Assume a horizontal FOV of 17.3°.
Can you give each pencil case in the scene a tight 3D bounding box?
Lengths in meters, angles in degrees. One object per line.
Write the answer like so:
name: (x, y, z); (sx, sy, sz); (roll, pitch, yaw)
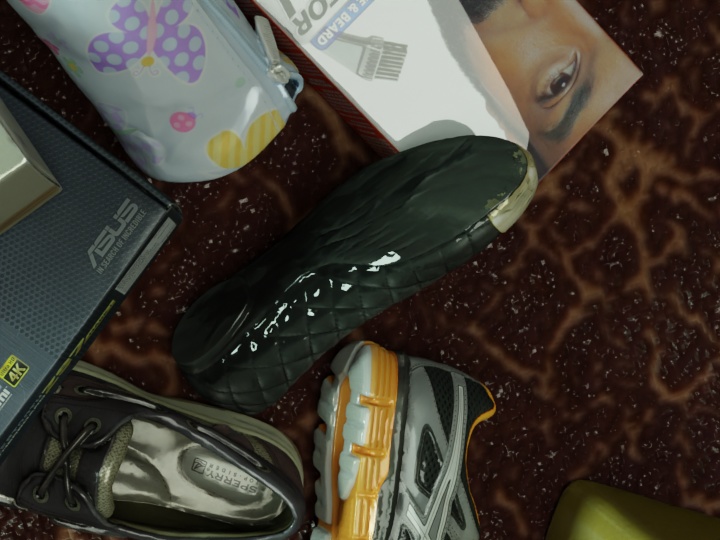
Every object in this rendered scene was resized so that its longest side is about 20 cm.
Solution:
pencil case: (-0.104, -0.123, 1.003); (0.200, 0.091, 0.083); (53, 57, -41)

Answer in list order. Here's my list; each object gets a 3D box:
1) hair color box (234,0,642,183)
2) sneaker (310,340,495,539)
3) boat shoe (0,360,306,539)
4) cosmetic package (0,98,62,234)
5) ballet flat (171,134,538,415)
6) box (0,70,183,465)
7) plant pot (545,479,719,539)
hair color box: (0.020, -0.124, 1.086); (0.111, 0.064, 0.200); (-47, 106, -5)
sneaker: (0.017, 0.135, 1.114); (0.077, 0.078, 0.200); (6, 97, -24)
boat shoe: (-0.118, 0.084, 1.076); (0.200, 0.065, 0.072); (15, 96, -14)
cosmetic package: (-0.235, -0.021, 0.972); (0.200, 0.071, 0.105); (-34, 81, 0)
ballet flat: (0.000, 0.000, 1.071); (0.200, 0.067, 0.057); (-32, 135, 25)
box: (-0.198, 0.007, 1.030); (0.158, 0.051, 0.200); (37, 87, 5)
plant pot: (0.188, 0.231, 1.104); (0.195, 0.200, 0.195); (16, 93, -16)
